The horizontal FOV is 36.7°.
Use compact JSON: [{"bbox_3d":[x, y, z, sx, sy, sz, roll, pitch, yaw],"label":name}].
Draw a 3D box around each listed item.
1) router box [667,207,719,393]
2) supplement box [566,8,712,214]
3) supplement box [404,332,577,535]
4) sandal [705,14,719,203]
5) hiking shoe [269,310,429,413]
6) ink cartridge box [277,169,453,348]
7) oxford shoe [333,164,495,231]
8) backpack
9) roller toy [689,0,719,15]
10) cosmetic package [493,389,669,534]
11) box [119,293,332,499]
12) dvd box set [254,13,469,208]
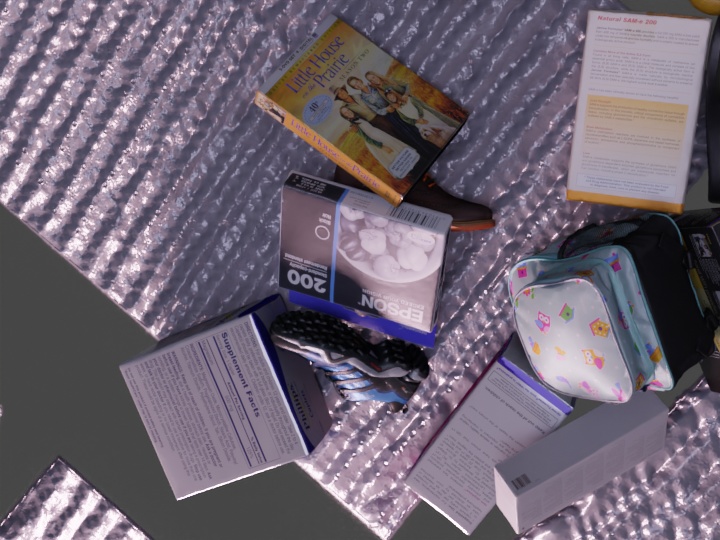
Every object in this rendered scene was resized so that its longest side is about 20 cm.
[{"bbox_3d":[0.383,0.035,1.124,0.052,0.157,0.202,-25,96,-9],"label":"router box"},{"bbox_3d":[0.293,-0.170,1.149,0.125,0.074,0.202,9,105,14],"label":"supplement box"},{"bbox_3d":[0.153,0.188,1.257,0.103,0.101,0.201,36,109,6],"label":"supplement box"},{"bbox_3d":[0.381,-0.165,1.116,0.045,0.075,0.202,4,119,26],"label":"sandal"},{"bbox_3d":[-0.020,0.115,1.283,0.198,0.075,0.087,20,115,-10],"label":"hiking shoe"},{"bbox_3d":[0.000,0.000,1.248,0.196,0.044,0.201,16,131,15],"label":"ink cartridge box"},{"bbox_3d":[0.061,-0.091,1.239,0.198,0.071,0.073,14,100,13],"label":"oxford shoe"},{"bbox_3d":[0.248,0.045,1.146,0.153,0.200,0.177,-30,102,-25],"label":"backpack"},{"bbox_3d":[0.415,-0.335,1.041,0.181,0.139,0.202,19,106,23],"label":"roller toy"},{"bbox_3d":[0.242,0.205,1.193,0.199,0.051,0.083,-26,137,-13],"label":"cosmetic package"},{"bbox_3d":[-0.163,0.154,1.339,0.198,0.105,0.185,-21,95,20],"label":"box"},{"bbox_3d":[0.004,-0.180,1.206,0.199,0.147,0.029,37,152,6],"label":"dvd box set"}]
